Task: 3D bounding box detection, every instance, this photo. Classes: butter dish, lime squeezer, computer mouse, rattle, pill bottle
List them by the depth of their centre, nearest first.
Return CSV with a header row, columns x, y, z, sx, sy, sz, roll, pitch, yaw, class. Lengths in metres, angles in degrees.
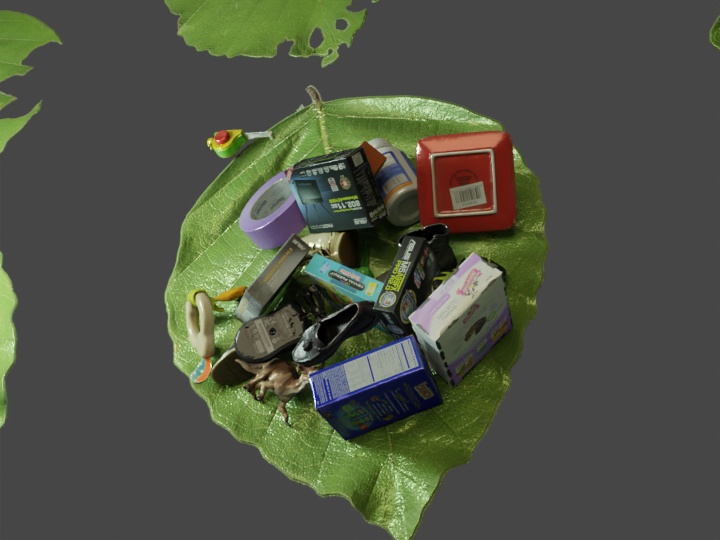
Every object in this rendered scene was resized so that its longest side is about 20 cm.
x,y,z,sx,sy,sz,roll,pitch,yaw,class
-0.151,0.124,1.396,0.198,0.053,0.140,-21,75,-4,computer mouse
0.000,0.000,1.478,0.037,0.071,0.200,-15,17,14,lime squeezer
0.224,-0.182,1.479,0.198,0.148,0.202,-3,95,14,butter dish
-0.305,0.141,1.532,0.130,0.142,0.202,-38,61,35,rattle
0.071,-0.202,1.567,0.111,0.112,0.201,-28,51,1,pill bottle

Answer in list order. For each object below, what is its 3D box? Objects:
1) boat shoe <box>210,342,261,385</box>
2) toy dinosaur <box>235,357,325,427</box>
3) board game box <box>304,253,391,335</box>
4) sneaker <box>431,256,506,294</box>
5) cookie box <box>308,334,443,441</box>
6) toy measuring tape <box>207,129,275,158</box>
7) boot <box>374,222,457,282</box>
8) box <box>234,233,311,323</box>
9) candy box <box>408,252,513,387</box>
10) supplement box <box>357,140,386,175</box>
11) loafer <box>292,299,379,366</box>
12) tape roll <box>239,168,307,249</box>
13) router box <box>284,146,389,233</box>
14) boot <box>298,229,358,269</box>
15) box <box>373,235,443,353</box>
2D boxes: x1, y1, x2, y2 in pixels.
x,y,z,sx,sy,sz,roll,pitch,yaw,class
-0.225,0.160,1.468,0.200,0.072,0.066,-39,24,4,boat shoe
-0.152,0.209,1.391,0.199,0.086,0.136,27,70,38,toy dinosaur
0.001,0.054,1.391,0.199,0.151,0.047,24,71,33,board game box
0.202,0.030,1.353,0.199,0.077,0.075,-19,42,-38,sneaker
0.031,0.213,1.259,0.198,0.172,0.076,-21,55,6,cookie box
-0.318,-0.329,1.837,0.198,0.074,0.074,3,58,24,toy measuring tape
0.093,-0.023,1.420,0.199,0.132,0.070,-27,52,2,boot
-0.185,0.026,1.457,0.048,0.200,0.159,38,66,-2,box
0.184,0.092,1.259,0.168,0.201,0.071,-43,56,-12,candy box
-0.017,-0.186,1.524,0.066,0.200,0.069,37,52,-1,supplement box
-0.056,0.110,1.289,0.199,0.063,0.072,-34,61,22,loafer
-0.182,-0.144,1.613,0.199,0.066,0.201,-28,35,21,tape roll
-0.052,-0.162,1.460,0.199,0.151,0.062,-3,28,46,router box
-0.087,-0.040,1.507,0.154,0.073,0.200,-17,24,12,boot
0.106,0.059,1.314,0.044,0.200,0.161,8,59,32,box
